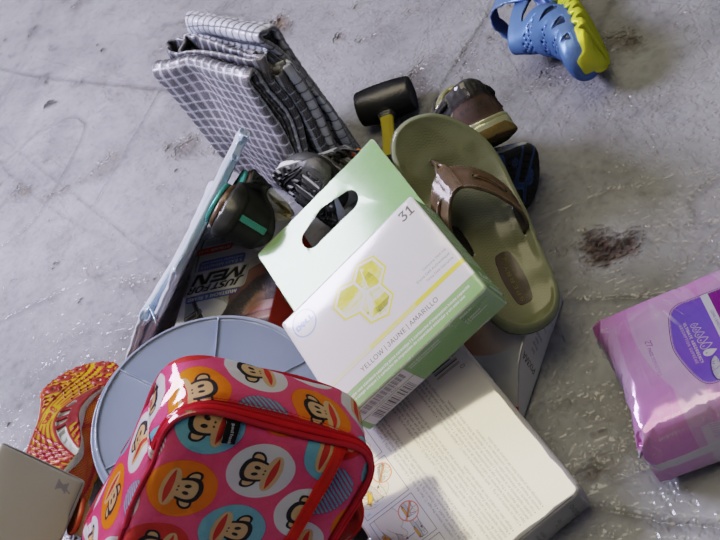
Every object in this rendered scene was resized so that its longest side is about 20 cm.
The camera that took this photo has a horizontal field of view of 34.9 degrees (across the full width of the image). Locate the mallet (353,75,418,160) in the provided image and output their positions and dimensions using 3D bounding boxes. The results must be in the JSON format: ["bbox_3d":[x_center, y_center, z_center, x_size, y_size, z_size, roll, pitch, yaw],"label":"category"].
[{"bbox_3d":[0.039,-0.122,1.162,0.066,0.041,0.201,-22,47,11],"label":"mallet"}]

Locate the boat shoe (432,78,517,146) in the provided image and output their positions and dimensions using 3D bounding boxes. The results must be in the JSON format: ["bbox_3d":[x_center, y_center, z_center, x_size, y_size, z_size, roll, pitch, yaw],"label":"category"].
[{"bbox_3d":[0.097,-0.137,1.037,0.071,0.066,0.201,-22,3,0],"label":"boat shoe"}]

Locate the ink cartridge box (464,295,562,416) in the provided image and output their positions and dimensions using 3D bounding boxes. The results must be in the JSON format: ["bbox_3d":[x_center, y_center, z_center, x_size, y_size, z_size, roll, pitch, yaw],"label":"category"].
[{"bbox_3d":[0.061,0.085,0.936,0.162,0.050,0.201,0,48,34],"label":"ink cartridge box"}]

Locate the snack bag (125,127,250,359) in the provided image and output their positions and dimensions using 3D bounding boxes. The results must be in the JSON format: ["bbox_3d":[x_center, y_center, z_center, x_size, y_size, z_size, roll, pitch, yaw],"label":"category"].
[{"bbox_3d":[-0.172,-0.022,1.125,0.200,0.021,0.189,-53,13,56],"label":"snack bag"}]

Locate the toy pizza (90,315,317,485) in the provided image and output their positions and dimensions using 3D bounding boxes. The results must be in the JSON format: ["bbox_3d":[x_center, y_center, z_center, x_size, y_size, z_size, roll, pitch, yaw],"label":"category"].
[{"bbox_3d":[-0.120,0.124,0.938,0.199,0.032,0.201,-3,52,4],"label":"toy pizza"}]

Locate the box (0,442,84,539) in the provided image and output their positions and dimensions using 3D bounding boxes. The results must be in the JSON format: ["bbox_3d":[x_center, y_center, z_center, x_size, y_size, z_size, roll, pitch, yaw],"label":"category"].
[{"bbox_3d":[-0.311,0.227,0.961,0.200,0.078,0.095,-41,25,48],"label":"box"}]

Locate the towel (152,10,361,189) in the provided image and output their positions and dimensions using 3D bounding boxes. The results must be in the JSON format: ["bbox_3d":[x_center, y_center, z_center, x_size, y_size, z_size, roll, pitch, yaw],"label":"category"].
[{"bbox_3d":[-0.104,-0.161,1.166,0.165,0.200,0.086,22,67,46],"label":"towel"}]

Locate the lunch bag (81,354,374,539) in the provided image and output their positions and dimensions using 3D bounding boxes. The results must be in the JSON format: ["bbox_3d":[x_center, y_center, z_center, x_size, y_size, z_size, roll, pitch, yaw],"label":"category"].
[{"bbox_3d":[-0.081,0.161,0.777,0.201,0.175,0.082,-62,26,25],"label":"lunch bag"}]

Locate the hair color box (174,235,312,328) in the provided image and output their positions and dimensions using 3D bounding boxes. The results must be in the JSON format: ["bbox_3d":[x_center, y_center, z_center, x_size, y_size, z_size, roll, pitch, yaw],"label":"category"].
[{"bbox_3d":[-0.114,0.054,1.073,0.110,0.064,0.201,-11,47,24],"label":"hair color box"}]

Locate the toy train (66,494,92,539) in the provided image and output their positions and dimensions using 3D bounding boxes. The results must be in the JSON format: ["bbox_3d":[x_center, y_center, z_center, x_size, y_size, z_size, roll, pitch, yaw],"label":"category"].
[{"bbox_3d":[-0.230,0.254,0.899,0.150,0.056,0.200,-45,23,19],"label":"toy train"}]

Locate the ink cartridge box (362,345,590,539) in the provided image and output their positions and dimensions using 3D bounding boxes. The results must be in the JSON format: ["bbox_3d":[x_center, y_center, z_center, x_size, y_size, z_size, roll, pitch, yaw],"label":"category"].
[{"bbox_3d":[0.040,0.149,0.856,0.176,0.045,0.200,-38,55,-1],"label":"ink cartridge box"}]

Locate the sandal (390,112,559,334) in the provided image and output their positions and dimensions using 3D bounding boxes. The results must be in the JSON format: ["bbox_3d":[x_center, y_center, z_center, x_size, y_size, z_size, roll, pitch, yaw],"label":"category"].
[{"bbox_3d":[0.095,-0.045,0.901,0.080,0.057,0.201,-32,73,0],"label":"sandal"}]

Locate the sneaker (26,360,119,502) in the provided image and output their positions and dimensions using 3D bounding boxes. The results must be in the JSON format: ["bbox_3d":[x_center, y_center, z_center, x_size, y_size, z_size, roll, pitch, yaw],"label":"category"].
[{"bbox_3d":[-0.268,0.155,1.080,0.073,0.077,0.200,-4,31,8],"label":"sneaker"}]

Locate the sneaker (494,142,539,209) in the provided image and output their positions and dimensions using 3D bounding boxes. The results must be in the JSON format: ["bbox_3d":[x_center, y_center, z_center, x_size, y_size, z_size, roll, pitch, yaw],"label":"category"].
[{"bbox_3d":[0.082,-0.065,1.008,0.200,0.076,0.077,-31,36,-33],"label":"sneaker"}]

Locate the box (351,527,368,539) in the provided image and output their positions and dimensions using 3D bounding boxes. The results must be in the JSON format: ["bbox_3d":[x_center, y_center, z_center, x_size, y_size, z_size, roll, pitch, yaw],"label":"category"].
[{"bbox_3d":[-0.100,0.243,0.893,0.199,0.050,0.158,-1,51,33],"label":"box"}]

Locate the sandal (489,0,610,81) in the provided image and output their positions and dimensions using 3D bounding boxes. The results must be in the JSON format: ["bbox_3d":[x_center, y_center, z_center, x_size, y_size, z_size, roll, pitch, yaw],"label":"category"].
[{"bbox_3d":[0.186,-0.239,1.144,0.087,0.080,0.200,-30,32,11],"label":"sandal"}]

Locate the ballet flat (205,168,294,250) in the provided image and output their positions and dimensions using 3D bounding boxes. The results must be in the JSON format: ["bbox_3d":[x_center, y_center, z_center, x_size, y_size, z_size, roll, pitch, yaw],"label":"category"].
[{"bbox_3d":[-0.100,-0.048,1.052,0.068,0.068,0.200,-60,5,9],"label":"ballet flat"}]

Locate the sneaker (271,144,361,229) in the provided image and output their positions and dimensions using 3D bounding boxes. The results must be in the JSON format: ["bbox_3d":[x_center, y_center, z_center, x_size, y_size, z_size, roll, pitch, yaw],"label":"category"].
[{"bbox_3d":[-0.025,-0.086,1.053,0.074,0.200,0.079,38,91,7],"label":"sneaker"}]

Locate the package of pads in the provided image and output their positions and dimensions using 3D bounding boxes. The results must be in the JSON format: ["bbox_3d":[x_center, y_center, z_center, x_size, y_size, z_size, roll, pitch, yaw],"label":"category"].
[{"bbox_3d":[0.273,0.057,0.798,0.199,0.076,0.121,-24,45,13],"label":"package of pads"}]

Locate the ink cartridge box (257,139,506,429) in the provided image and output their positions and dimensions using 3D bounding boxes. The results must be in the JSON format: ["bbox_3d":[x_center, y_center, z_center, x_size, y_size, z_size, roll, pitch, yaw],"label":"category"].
[{"bbox_3d":[0.000,0.000,0.884,0.146,0.048,0.200,-44,57,11],"label":"ink cartridge box"}]
